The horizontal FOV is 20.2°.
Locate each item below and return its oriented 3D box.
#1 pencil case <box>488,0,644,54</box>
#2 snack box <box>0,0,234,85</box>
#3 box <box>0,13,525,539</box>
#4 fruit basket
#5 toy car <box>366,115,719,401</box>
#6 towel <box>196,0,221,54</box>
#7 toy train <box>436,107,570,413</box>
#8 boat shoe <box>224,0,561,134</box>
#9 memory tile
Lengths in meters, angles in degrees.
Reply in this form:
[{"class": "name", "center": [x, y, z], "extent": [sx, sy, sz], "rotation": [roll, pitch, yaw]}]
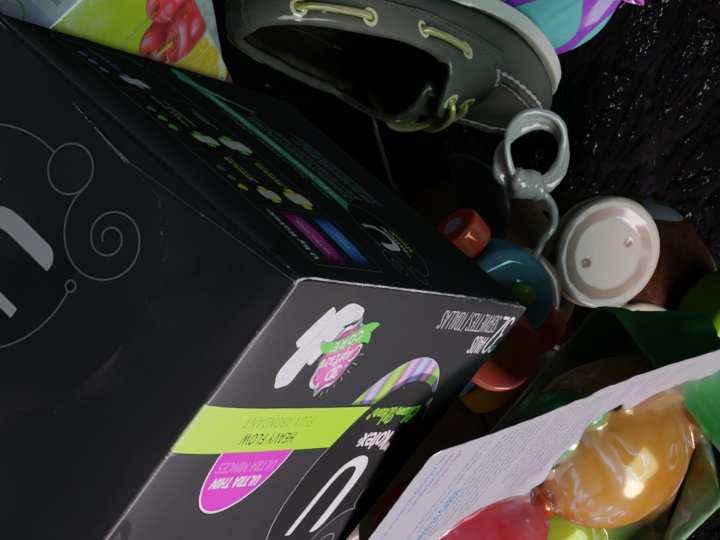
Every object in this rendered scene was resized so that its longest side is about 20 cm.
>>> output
[{"class": "pencil case", "center": [0.064, -0.161, 0.830], "extent": [0.200, 0.092, 0.085], "rotation": [54, 37, -70]}, {"class": "snack box", "center": [-0.133, -0.023, 0.651], "extent": [0.200, 0.053, 0.142], "rotation": [-45, 159, -9]}, {"class": "box", "center": [-0.063, 0.026, 0.629], "extent": [0.149, 0.124, 0.200], "rotation": [-53, 161, 12]}, {"class": "fruit basket", "center": [0.058, 0.084, 0.768], "extent": [0.200, 0.094, 0.185], "rotation": [-12, 150, -35]}, {"class": "toy car", "center": [0.073, -0.008, 0.945], "extent": [0.158, 0.164, 0.200], "rotation": [-47, 128, -10]}, {"class": "towel", "center": [-0.132, -0.053, 0.739], "extent": [0.200, 0.048, 0.171], "rotation": [-40, 155, -21]}, {"class": "toy train", "center": [0.000, 0.000, 0.787], "extent": [0.200, 0.056, 0.150], "rotation": [-5, 108, -19]}, {"class": "boat shoe", "center": [0.014, -0.091, 0.834], "extent": [0.202, 0.072, 0.060], "rotation": [24, 61, -47]}, {"class": "memory tile", "center": [0.051, 0.066, 0.866], "extent": [0.200, 0.017, 0.153], "rotation": [-24, 113, -13]}]
